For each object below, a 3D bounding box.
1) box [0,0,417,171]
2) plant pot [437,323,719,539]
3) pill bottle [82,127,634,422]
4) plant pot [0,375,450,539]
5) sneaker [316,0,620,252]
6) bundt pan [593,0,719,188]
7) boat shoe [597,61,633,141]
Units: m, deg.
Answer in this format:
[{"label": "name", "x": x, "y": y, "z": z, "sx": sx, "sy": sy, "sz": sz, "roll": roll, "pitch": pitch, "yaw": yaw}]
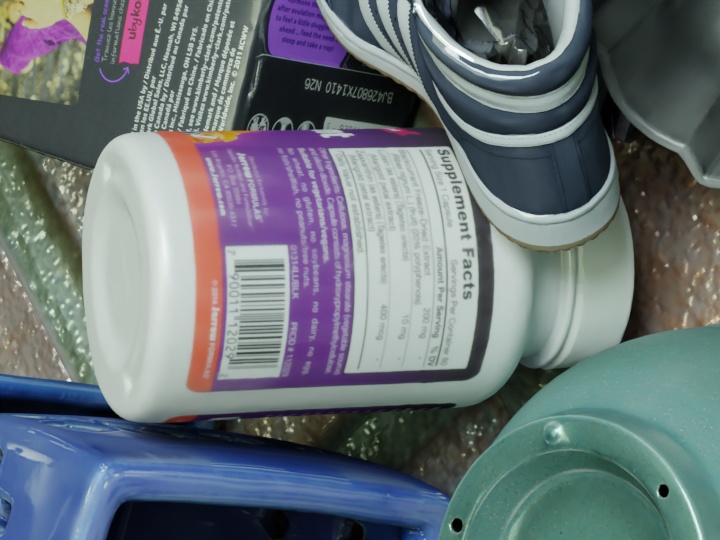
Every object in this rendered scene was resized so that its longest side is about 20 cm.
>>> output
[{"label": "box", "x": -0.086, "y": -0.093, "z": 1.279, "sx": 0.200, "sy": 0.122, "sz": 0.106, "roll": 20, "pitch": 98, "yaw": 37}, {"label": "plant pot", "x": 0.112, "y": 0.115, "z": 1.102, "sx": 0.200, "sy": 0.134, "sz": 0.201, "roll": -4, "pitch": 84, "yaw": 36}, {"label": "pill bottle", "x": 0.000, "y": 0.000, "z": 1.149, "sx": 0.111, "sy": 0.199, "sz": 0.112, "roll": 179, "pitch": 90, "yaw": -69}, {"label": "plant pot", "x": -0.108, "y": 0.149, "z": 1.223, "sx": 0.180, "sy": 0.200, "sz": 0.200, "roll": 23, "pitch": 100, "yaw": 44}, {"label": "sneaker", "x": 0.032, "y": -0.108, "z": 1.102, "sx": 0.070, "sy": 0.109, "sz": 0.200, "roll": -28, "pitch": 53, "yaw": -9}, {"label": "bundt pan", "x": 0.176, "y": -0.116, "z": 1.066, "sx": 0.201, "sy": 0.076, "sz": 0.202, "roll": 20, "pitch": 134, "yaw": 22}, {"label": "boat shoe", "x": 0.097, "y": -0.146, "z": 1.185, "sx": 0.093, "sy": 0.075, "sz": 0.200, "roll": 27, "pitch": 110, "yaw": 29}]
